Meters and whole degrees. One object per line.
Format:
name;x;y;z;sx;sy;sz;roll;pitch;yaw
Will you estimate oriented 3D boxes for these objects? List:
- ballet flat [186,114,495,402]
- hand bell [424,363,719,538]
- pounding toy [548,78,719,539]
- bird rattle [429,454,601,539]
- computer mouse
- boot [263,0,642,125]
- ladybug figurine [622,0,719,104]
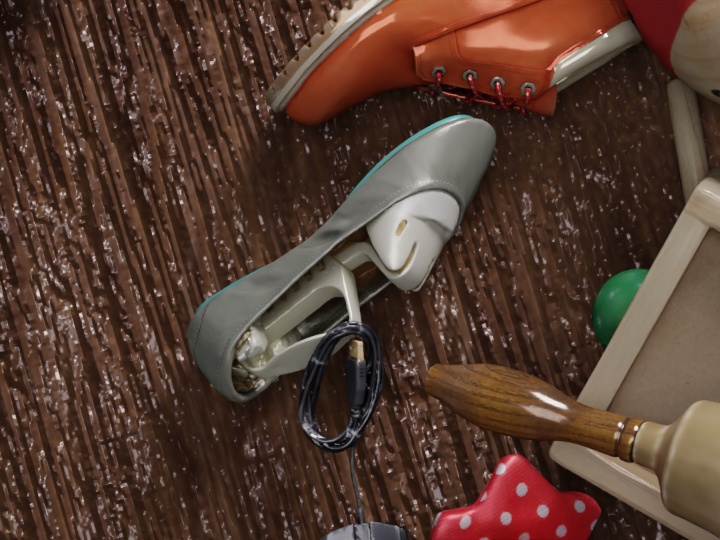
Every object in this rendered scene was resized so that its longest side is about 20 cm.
ballet flat;0.000;0.000;1.211;0.200;0.067;0.064;-37;51;6
hand bell;0.123;0.077;1.097;0.200;0.104;0.104;17;89;24
pounding toy;0.197;0.031;1.177;0.200;0.142;0.184;30;104;8
bird rattle;0.050;0.185;1.159;0.200;0.163;0.113;-49;58;6
computer mouse;0.001;0.125;1.197;0.059;0.034;0.200;-7;104;1
boot;0.051;-0.114;1.216;0.200;0.075;0.107;-30;90;2
ladybug figurine;0.171;-0.163;1.162;0.072;0.136;0.200;-6;50;-17
